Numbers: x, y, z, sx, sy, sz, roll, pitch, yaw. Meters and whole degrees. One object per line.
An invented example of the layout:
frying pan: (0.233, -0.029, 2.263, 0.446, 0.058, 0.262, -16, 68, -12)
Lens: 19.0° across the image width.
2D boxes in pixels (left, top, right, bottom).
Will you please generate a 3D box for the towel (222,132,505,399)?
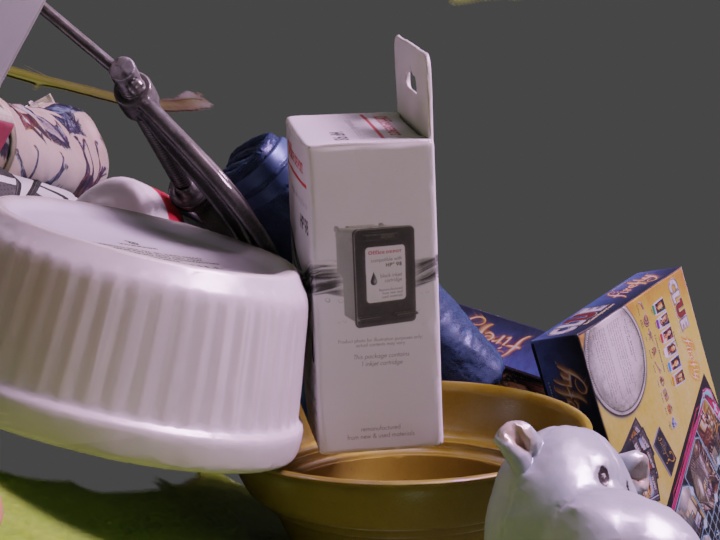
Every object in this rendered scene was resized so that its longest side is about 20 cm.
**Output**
towel: (0.000, 0.000, 1.273, 0.200, 0.049, 0.112, 47, -15, -10)

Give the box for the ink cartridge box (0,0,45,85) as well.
ink cartridge box: (-0.283, -0.178, 1.132, 0.200, 0.088, 0.145, 33, 7, 34)

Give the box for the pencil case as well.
pencil case: (-0.253, -0.088, 1.562, 0.090, 0.078, 0.200, 54, 11, 8)

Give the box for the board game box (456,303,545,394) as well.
board game box: (0.125, 0.100, 1.425, 0.135, 0.035, 0.200, 17, -25, 19)

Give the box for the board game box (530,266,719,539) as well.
board game box: (0.173, 0.113, 1.272, 0.034, 0.201, 0.135, -10, 10, 37)

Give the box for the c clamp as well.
c clamp: (-0.093, -0.056, 1.193, 0.171, 0.027, 0.200, 43, -10, 27)

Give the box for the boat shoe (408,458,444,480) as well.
boat shoe: (0.105, 0.165, 1.218, 0.200, 0.068, 0.072, 44, 36, 14)

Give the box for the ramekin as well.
ramekin: (-0.117, 0.027, 1.075, 0.201, 0.095, 0.202, 13, 7, -2)

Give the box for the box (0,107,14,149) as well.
box: (-0.302, -0.080, 1.165, 0.128, 0.109, 0.200, 33, 7, 18)

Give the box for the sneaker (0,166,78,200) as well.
sneaker: (-0.230, -0.043, 1.347, 0.091, 0.066, 0.200, 47, 10, 2)

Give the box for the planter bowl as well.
planter bowl: (0.024, 0.123, 1.150, 0.199, 0.084, 0.200, -1, 11, 0)

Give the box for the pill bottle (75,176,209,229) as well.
pill bottle: (-0.092, 0.027, 1.330, 0.200, 0.111, 0.111, 27, 9, -40)

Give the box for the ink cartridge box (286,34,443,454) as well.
ink cartridge box: (0.000, -0.017, 1.125, 0.066, 0.201, 0.116, -4, 11, -7)

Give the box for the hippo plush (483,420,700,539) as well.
hippo plush: (0.097, 0.160, 1.023, 0.159, 0.161, 0.200, 25, 10, -41)

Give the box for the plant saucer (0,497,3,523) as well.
plant saucer: (-0.232, 0.059, 0.831, 0.200, 0.032, 0.200, 32, 7, -4)
